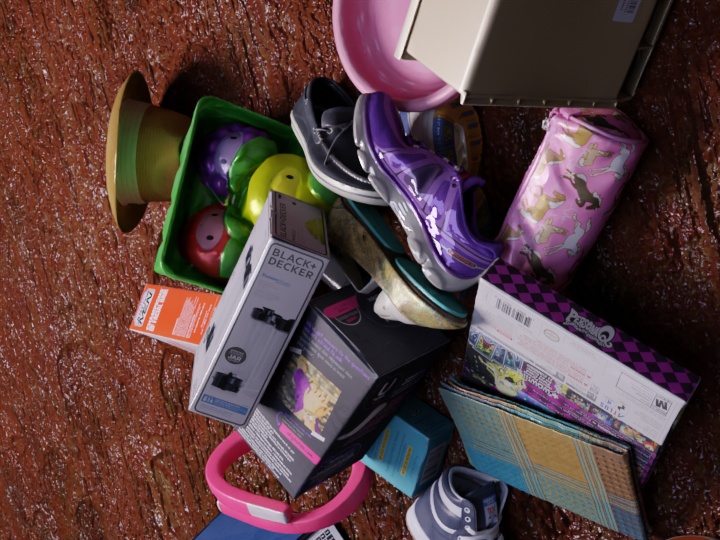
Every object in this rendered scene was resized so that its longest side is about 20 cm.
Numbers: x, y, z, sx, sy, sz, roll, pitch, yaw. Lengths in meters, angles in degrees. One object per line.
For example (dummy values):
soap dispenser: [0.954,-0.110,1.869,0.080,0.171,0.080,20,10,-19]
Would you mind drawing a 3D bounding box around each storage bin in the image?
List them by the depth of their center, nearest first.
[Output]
storage bin: [0.157,-0.238,0.891,0.094,0.198,0.200,47,130,42]

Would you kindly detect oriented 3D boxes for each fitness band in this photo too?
fitness band: [-0.081,0.227,1.272,0.200,0.144,0.038,10,128,36]

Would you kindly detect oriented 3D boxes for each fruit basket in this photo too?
fruit basket: [-0.113,-0.072,1.176,0.216,0.155,0.216,-41,40,46]

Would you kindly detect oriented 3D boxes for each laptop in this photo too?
laptop: [-0.101,0.379,1.355,0.200,0.116,0.187,54,131,15]

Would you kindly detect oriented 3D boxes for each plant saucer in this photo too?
plant saucer: [0.061,-0.246,1.049,0.200,0.051,0.201,2,94,43]

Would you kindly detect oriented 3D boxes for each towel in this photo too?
towel: [0.175,0.177,1.070,0.200,0.022,0.147,18,146,37]

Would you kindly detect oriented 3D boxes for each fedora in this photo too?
fedora: [-0.233,-0.133,1.304,0.082,0.201,0.201,5,110,2]

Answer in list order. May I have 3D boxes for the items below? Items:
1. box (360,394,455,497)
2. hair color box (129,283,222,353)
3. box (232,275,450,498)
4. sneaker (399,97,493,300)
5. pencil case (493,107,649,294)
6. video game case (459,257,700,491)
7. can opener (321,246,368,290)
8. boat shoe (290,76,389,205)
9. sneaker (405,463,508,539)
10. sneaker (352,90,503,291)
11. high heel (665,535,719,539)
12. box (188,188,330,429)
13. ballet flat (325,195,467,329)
box: [0.004,0.155,1.239,0.200,0.049,0.083,31,122,30]
hair color box: [-0.164,0.067,1.284,0.200,0.111,0.064,5,73,53]
box: [-0.023,0.114,1.132,0.106,0.122,0.200,47,129,18]
sneaker: [0.074,-0.069,1.104,0.088,0.075,0.201,5,98,49]
pencil case: [0.174,-0.055,1.004,0.086,0.083,0.200,39,126,25]
video game case: [0.185,0.099,1.006,0.200,0.036,0.182,32,149,20]
can opener: [0.000,0.000,1.207,0.200,0.053,0.067,39,93,27]
boat shoe: [-0.016,-0.129,1.121,0.200,0.074,0.062,59,137,48]
sneaker: [0.134,0.288,1.153,0.200,0.070,0.109,48,131,24]
sneaker: [0.064,-0.081,1.022,0.083,0.081,0.200,-34,81,20]
high heel: [0.272,0.301,1.037,0.200,0.067,0.096,-36,69,57]
box: [-0.098,0.037,1.088,0.060,0.117,0.200,21,111,-14]
ballet flat: [0.026,0.006,1.061,0.200,0.071,0.071,49,131,36]
